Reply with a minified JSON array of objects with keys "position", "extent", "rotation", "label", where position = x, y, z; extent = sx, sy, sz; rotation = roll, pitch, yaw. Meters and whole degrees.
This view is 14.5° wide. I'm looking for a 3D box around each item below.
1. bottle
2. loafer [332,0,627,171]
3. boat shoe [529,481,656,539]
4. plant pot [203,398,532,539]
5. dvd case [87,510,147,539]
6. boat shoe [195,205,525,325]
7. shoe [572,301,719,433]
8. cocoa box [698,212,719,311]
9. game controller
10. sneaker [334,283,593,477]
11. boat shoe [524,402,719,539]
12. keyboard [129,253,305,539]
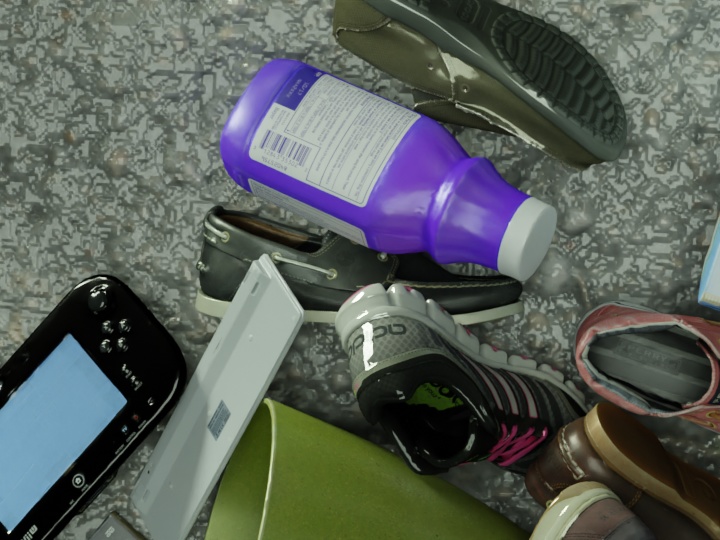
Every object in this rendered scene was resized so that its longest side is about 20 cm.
[{"position":[0.018,-0.054,1.651],"extent":[0.199,0.065,0.084],"rotation":[24,68,20],"label":"bottle"},{"position":[0.068,-0.119,1.673],"extent":[0.199,0.075,0.070],"rotation":[35,130,1],"label":"loafer"},{"position":[0.109,0.219,1.584],"extent":[0.072,0.065,0.201],"rotation":[14,103,-39],"label":"boat shoe"},{"position":[0.015,0.190,1.659],"extent":[0.199,0.187,0.188],"rotation":[15,97,-11],"label":"plant pot"},{"position":[-0.127,0.270,1.749],"extent":[0.200,0.016,0.149],"rotation":[41,98,1],"label":"dvd case"},{"position":[0.000,0.000,1.682],"extent":[0.198,0.072,0.068],"rotation":[6,96,9],"label":"boat shoe"},{"position":[0.219,0.069,1.653],"extent":[0.199,0.091,0.072],"rotation":[16,97,5],"label":"shoe"},{"position":[0.283,-0.058,1.613],"extent":[0.130,0.133,0.201],"rotation":[19,97,5],"label":"cocoa box"},{"position":[-0.191,0.100,1.716],"extent":[0.200,0.042,0.104],"rotation":[-48,55,9],"label":"game controller"},{"position":[0.065,0.088,1.640],"extent":[0.199,0.088,0.074],"rotation":[33,128,-32],"label":"sneaker"},{"position":[0.183,0.151,1.658],"extent":[0.200,0.071,0.070],"rotation":[37,114,-22],"label":"boat shoe"},{"position":[-0.086,0.084,1.680],"extent":[0.056,0.011,0.201],"rotation":[51,126,34],"label":"keyboard"}]
